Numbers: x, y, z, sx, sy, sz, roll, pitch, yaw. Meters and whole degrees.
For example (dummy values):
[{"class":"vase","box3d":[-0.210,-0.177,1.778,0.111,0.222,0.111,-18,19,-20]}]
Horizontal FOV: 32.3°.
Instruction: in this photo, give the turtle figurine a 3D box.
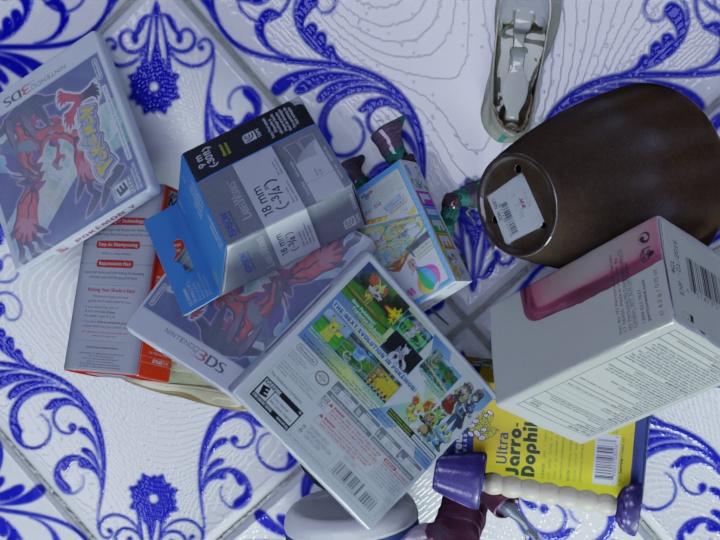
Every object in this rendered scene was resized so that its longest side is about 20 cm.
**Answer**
[{"class":"turtle figurine","box3d":[0.063,-0.049,1.277,0.149,0.101,0.201,-37,84,12]}]

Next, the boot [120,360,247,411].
[{"class":"boot","box3d":[-0.184,0.058,1.346,0.199,0.073,0.157,12,93,20]}]

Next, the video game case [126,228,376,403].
[{"class":"video game case","box3d":[-0.109,0.016,1.223,0.182,0.023,0.201,27,74,31]}]

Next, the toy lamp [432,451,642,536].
[{"class":"toy lamp","box3d":[0.169,0.212,1.200,0.198,0.058,0.059,7,99,8]}]

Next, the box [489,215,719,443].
[{"class":"box","box3d":[0.229,0.058,1.110,0.127,0.110,0.199,26,139,-35]}]

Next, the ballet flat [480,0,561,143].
[{"class":"ballet flat","box3d":[0.162,-0.227,1.247,0.069,0.069,0.202,8,99,9]}]

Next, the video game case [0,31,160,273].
[{"class":"video game case","box3d":[-0.319,-0.126,1.320,0.181,0.023,0.201,-29,70,16]}]

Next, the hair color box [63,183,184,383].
[{"class":"hair color box","box3d":[-0.243,0.013,1.313,0.101,0.061,0.202,2,80,27]}]

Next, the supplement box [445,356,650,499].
[{"class":"supplement box","box3d":[0.191,0.158,1.273,0.198,0.109,0.111,4,99,9]}]

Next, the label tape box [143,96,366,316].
[{"class":"label tape box","box3d":[-0.114,-0.065,1.213,0.199,0.063,0.145,-27,51,-5]}]

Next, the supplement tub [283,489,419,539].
[{"class":"supplement tub","box3d":[-0.002,0.341,1.315,0.143,0.144,0.202,-5,97,11]}]

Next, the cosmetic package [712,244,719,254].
[{"class":"cosmetic package","box3d":[0.400,0.003,1.190,0.199,0.071,0.106,-27,80,-11]}]

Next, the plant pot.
[{"class":"plant pot","box3d":[0.207,-0.072,1.155,0.186,0.199,0.189,15,111,45]}]

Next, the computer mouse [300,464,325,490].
[{"class":"computer mouse","box3d":[-0.042,0.172,1.281,0.140,0.200,0.046,44,62,-4]}]

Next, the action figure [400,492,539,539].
[{"class":"action figure","box3d":[0.092,0.264,1.272,0.149,0.201,0.134,38,133,-13]}]

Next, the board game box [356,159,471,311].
[{"class":"board game box","box3d":[0.000,0.000,1.240,0.199,0.034,0.135,-33,71,29]}]

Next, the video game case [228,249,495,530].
[{"class":"video game case","box3d":[0.005,0.114,1.171,0.182,0.022,0.200,-45,109,-8]}]

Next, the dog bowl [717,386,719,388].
[{"class":"dog bowl","box3d":[0.348,0.067,1.245,0.198,0.050,0.112,5,77,5]}]
